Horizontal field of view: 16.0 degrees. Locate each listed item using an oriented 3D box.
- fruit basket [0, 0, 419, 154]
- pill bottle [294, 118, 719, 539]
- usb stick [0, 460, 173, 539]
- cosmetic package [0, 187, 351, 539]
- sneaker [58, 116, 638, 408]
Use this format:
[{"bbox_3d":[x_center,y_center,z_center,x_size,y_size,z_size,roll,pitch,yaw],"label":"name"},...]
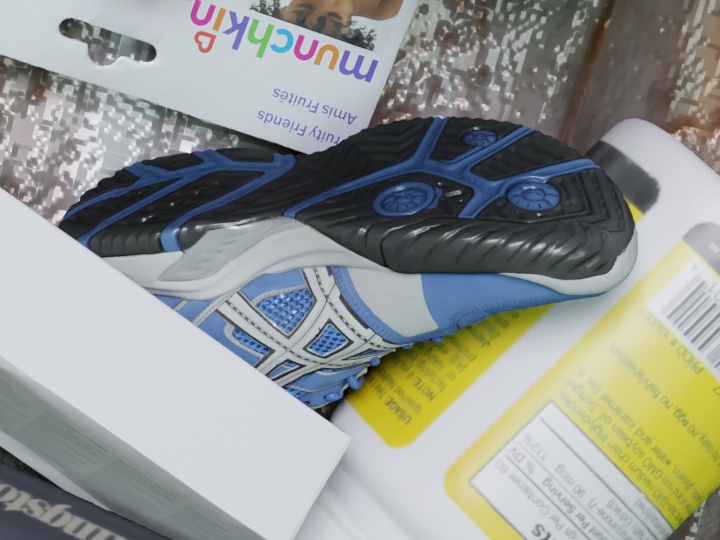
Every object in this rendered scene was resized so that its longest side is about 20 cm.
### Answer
[{"bbox_3d":[-0.048,-0.148,0.823,0.185,0.094,0.200,18,101,-17],"label":"fruit basket"},{"bbox_3d":[0.062,0.054,0.885,0.200,0.114,0.114,-44,109,-1],"label":"pill bottle"},{"bbox_3d":[-0.098,0.095,0.835,0.200,0.055,0.033,22,129,19],"label":"usb stick"},{"bbox_3d":[-0.106,0.022,0.831,0.200,0.083,0.051,36,67,-10],"label":"cosmetic package"},{"bbox_3d":[0.000,0.000,0.851,0.200,0.076,0.077,-1,122,28],"label":"sneaker"}]
